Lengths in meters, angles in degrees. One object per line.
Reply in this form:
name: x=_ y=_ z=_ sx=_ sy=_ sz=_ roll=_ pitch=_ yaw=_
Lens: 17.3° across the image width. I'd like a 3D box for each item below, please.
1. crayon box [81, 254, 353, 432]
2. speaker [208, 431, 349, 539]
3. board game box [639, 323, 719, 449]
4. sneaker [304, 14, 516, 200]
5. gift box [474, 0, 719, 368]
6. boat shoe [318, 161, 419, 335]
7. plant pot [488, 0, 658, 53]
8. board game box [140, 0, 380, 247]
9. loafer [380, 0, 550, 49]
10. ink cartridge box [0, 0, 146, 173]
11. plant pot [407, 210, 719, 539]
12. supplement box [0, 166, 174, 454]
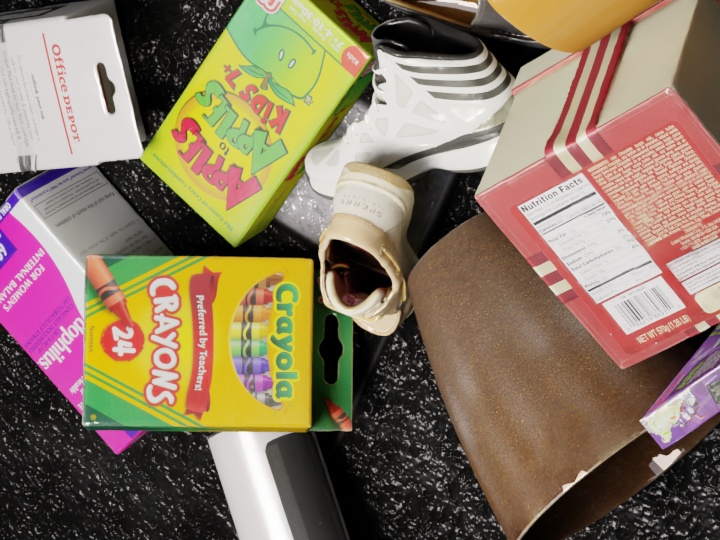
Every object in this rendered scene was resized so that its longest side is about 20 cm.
crayon box: x=-0.103 y=0.054 z=1.732 sx=0.199 sy=0.051 sz=0.127 roll=0 pitch=82 yaw=-4
speaker: x=-0.048 y=0.209 z=1.788 sx=0.081 sy=0.081 sz=0.201 roll=-23 pitch=81 yaw=34
board game box: x=0.260 y=0.036 z=1.513 sx=0.120 sy=0.200 sz=0.032 roll=-34 pitch=94 yaw=35
sneaker: x=0.024 y=-0.121 z=1.636 sx=0.200 sy=0.076 sz=0.116 roll=-12 pitch=118 yaw=40
gift box: x=0.201 y=-0.062 z=1.522 sx=0.184 sy=0.187 sz=0.200 roll=-24 pitch=116 yaw=32
boat shoe: x=0.000 y=0.000 z=1.669 sx=0.074 sy=0.069 sz=0.200 roll=18 pitch=154 yaw=14
plant pot: x=0.152 y=-0.240 z=1.450 sx=0.200 sy=0.200 sz=0.183 roll=47 pitch=116 yaw=5
board game box: x=-0.069 y=-0.124 z=1.724 sx=0.102 sy=0.048 sz=0.200 roll=43 pitch=123 yaw=8
loafer: x=0.095 y=-0.183 z=1.595 sx=0.199 sy=0.072 sz=0.073 roll=10 pitch=113 yaw=25
ink cartridge box: x=-0.238 y=-0.140 z=1.796 sx=0.200 sy=0.068 sz=0.116 roll=-3 pitch=108 yaw=33
plant pot: x=0.126 y=0.060 z=1.627 sx=0.187 sy=0.187 sz=0.200 roll=-47 pitch=69 yaw=34
supplement box: x=-0.201 y=0.025 z=1.825 sx=0.200 sy=0.103 sz=0.101 roll=47 pitch=123 yaw=3
